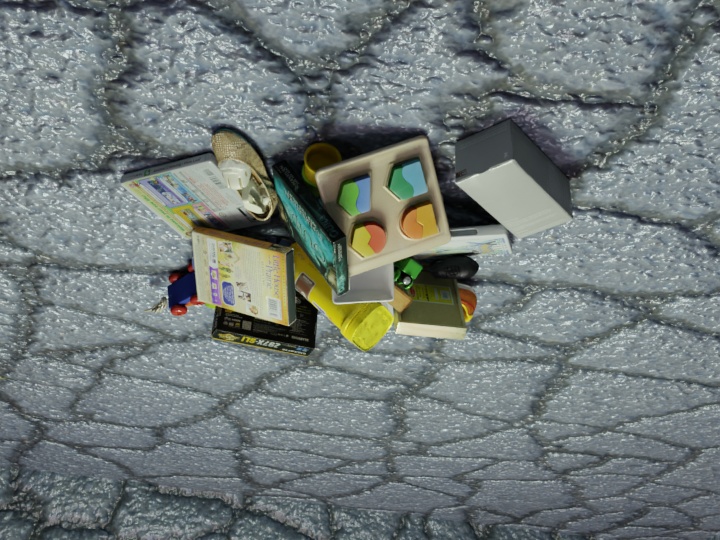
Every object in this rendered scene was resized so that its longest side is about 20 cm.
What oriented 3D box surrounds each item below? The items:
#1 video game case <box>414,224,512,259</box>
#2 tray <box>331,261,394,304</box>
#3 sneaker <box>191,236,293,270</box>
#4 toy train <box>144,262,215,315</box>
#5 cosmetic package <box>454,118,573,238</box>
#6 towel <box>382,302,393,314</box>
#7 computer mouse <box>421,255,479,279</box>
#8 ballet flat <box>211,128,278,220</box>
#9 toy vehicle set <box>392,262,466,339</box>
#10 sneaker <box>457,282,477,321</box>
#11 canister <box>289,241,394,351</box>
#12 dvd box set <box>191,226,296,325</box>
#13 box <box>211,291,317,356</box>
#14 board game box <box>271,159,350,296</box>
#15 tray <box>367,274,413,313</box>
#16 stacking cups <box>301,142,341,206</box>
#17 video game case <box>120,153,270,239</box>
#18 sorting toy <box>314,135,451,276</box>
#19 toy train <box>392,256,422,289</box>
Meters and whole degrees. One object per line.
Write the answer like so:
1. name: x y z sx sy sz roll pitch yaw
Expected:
1. video game case: 0.171 -0.048 1.537 0.182 0.022 0.200 -4 172 12
2. tray: 0.003 -0.045 1.466 0.107 0.201 0.022 -4 173 12
3. sneaker: -0.223 0.000 1.636 0.199 0.115 0.081 -1 150 8
4. toy train: -0.341 0.056 1.795 0.116 0.085 0.200 12 153 -43
5. cosmetic package: 0.242 -0.139 1.374 0.107 0.090 0.200 -19 141 32
6. towel: 0.070 0.066 1.721 0.200 0.024 0.147 23 160 22
7. computer mouse: 0.119 -0.011 1.609 0.200 0.059 0.034 0 118 18
8. ballet flat: -0.185 -0.147 1.418 0.070 0.065 0.200 -5 149 21
9. toy vehicle set: 0.121 0.051 1.615 0.124 0.200 0.027 6 124 -6
10. sneaker: 0.131 0.053 1.731 0.200 0.077 0.073 10 153 7
11. canister: -0.047 0.043 1.575 0.200 0.087 0.149 41 177 21
12. dvd box set: -0.208 0.008 1.557 0.200 0.029 0.147 13 120 24
13. box: -0.182 0.072 1.715 0.200 0.160 0.049 12 149 -17
14. board game box: -0.079 -0.068 1.413 0.028 0.200 0.135 -26 144 -18
15. tray: 0.000 0.000 1.569 0.200 0.037 0.099 38 180 44
16. stacking cups: -0.073 -0.136 1.450 0.060 0.061 0.200 7 156 -6
17. video game case: -0.282 -0.124 1.516 0.182 0.022 0.200 -10 149 22
18. sorting toy: 0.041 -0.096 1.378 0.185 0.036 0.200 -19 119 -4
19. toy train: 0.052 -0.021 1.533 0.042 0.056 0.200 32 -177 -26
